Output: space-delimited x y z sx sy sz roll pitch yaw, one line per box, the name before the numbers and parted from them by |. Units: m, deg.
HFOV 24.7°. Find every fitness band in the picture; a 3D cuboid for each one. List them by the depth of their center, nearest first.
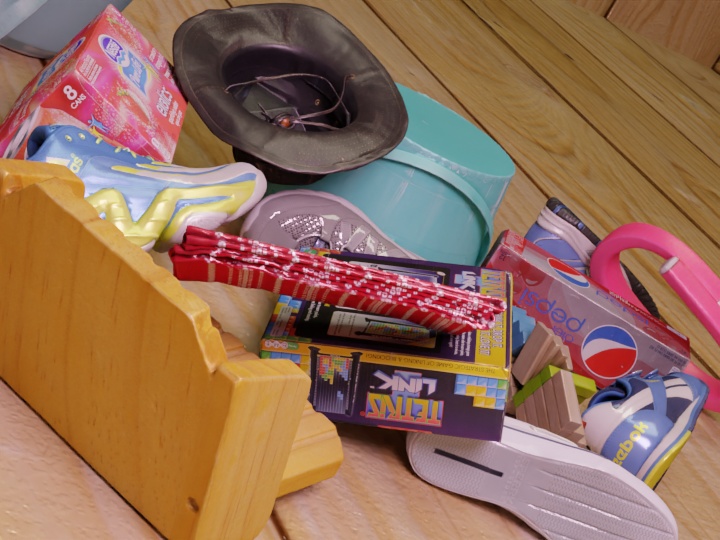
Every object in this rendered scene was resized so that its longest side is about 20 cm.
fitness band | 0.291 0.046 1.513 0.201 0.037 0.144 51 -25 0

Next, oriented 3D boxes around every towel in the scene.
towel | -0.020 0.011 1.005 0.198 0.023 0.145 13 -6 -6

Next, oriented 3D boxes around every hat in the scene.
hat | -0.061 -0.123 1.298 0.198 0.081 0.202 10 45 -10

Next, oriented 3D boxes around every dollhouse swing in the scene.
dollhouse swing | -0.093 0.032 0.938 0.199 0.183 0.175 38 40 25

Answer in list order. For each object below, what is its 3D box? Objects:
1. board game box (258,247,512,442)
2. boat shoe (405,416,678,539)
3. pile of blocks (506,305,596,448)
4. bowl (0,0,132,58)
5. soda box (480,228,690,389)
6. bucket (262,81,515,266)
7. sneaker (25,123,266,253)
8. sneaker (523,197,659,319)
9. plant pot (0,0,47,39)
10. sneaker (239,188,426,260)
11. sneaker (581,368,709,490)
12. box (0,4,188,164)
board game box | 0.022 0.047 1.142 0.163 0.057 0.200 8 19 4
boat shoe | 0.127 0.137 1.125 0.198 0.074 0.067 28 21 -6
pile of blocks | 0.140 0.078 1.286 0.062 0.083 0.200 19 21 -29
bowl | -0.297 -0.263 1.460 0.199 0.106 0.201 28 19 -10
soda box | 0.194 0.046 1.468 0.199 0.070 0.063 32 19 1
bucket | 0.027 -0.071 1.411 0.205 0.136 0.208 25 19 -9
sneaker | -0.153 -0.057 1.054 0.199 0.075 0.106 -25 93 -37
sneaker | 0.221 0.009 1.615 0.200 0.077 0.076 40 7 -33
plant pot | -0.318 -0.238 1.274 0.135 0.199 0.201 53 12 -17
sneaker | 0.000 0.000 1.281 0.198 0.075 0.082 23 18 -22
sneaker | 0.232 0.116 1.346 0.082 0.074 0.200 32 17 11
box | -0.194 -0.108 1.191 0.096 0.099 0.200 46 15 -17
